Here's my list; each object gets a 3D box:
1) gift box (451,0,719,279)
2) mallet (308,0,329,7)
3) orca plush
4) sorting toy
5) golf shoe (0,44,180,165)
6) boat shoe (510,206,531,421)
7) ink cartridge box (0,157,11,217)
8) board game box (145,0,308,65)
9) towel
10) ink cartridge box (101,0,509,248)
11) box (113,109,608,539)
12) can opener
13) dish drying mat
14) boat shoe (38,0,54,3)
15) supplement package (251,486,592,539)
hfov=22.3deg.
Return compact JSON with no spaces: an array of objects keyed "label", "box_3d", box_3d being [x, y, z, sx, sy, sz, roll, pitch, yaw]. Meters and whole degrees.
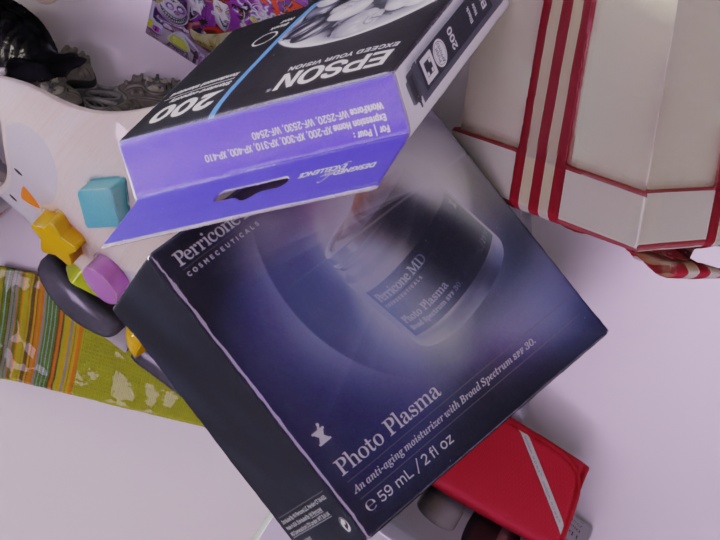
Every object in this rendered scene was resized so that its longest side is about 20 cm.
[{"label":"gift box","box_3d":[0.184,-0.100,1.082,0.184,0.199,0.188,28,113,52]},{"label":"mallet","box_3d":[-0.025,-0.098,1.185,0.066,0.041,0.201,30,141,9]},{"label":"orca plush","box_3d":[-0.270,-0.164,1.221,0.105,0.200,0.071,-35,123,-16]},{"label":"sorting toy","box_3d":[-0.179,-0.048,1.191,0.179,0.107,0.200,33,152,1]},{"label":"golf shoe","box_3d":[-0.166,-0.086,1.267,0.199,0.078,0.098,21,130,11]},{"label":"boat shoe","box_3d":[0.077,0.009,1.212,0.070,0.072,0.202,2,107,10]},{"label":"ink cartridge box","box_3d":[-0.346,-0.014,1.283,0.200,0.145,0.084,-39,93,21]},{"label":"board game box","box_3d":[-0.045,-0.147,1.196,0.199,0.032,0.120,32,142,6]},{"label":"towel","box_3d":[-0.179,0.058,1.325,0.198,0.018,0.087,13,108,12]},{"label":"ink cartridge box","box_3d":[-0.036,-0.097,1.028,0.197,0.200,0.044,-11,120,35]},{"label":"box","box_3d":[-0.002,0.029,1.067,0.200,0.123,0.199,-38,87,-24]},{"label":"can opener","box_3d":[-0.141,0.055,1.277,0.199,0.067,0.053,35,121,0]},{"label":"dish drying mat","box_3d":[0.056,0.106,1.190,0.199,0.077,0.018,32,145,-7]},{"label":"boat shoe","box_3d":[-0.183,-0.273,1.196,0.063,0.071,0.201,51,122,42]},{"label":"supplement package","box_3d":[0.027,0.205,1.210,0.191,0.200,0.148,35,111,4]}]
